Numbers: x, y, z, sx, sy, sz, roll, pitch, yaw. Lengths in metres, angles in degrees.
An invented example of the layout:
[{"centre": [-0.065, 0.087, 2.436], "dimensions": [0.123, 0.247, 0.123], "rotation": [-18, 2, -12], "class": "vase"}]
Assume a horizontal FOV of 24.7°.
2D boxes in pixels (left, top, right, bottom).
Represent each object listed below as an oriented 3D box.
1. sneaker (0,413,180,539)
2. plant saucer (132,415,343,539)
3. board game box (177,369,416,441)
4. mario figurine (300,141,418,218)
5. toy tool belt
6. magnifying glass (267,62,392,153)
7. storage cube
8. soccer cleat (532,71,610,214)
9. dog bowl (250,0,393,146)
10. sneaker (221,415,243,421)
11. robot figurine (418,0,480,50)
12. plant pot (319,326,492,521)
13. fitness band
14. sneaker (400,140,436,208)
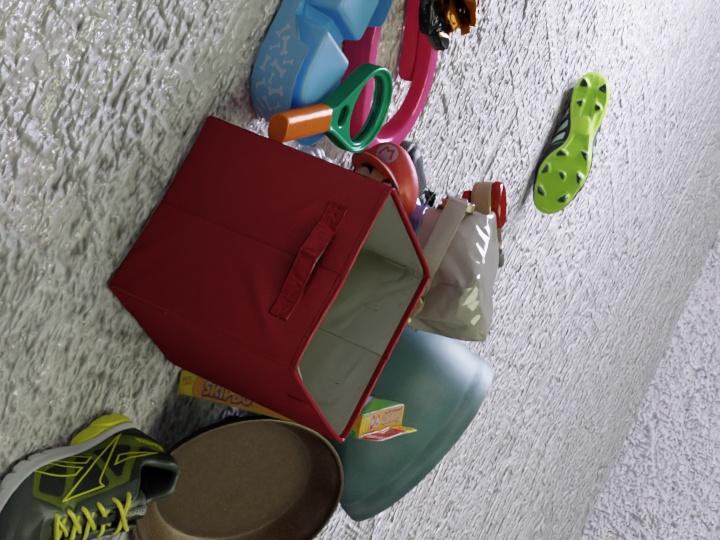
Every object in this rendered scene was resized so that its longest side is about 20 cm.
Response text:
[{"centre": [-0.216, 0.178, 1.290], "dimensions": [0.200, 0.084, 0.075], "rotation": [-40, 145, -50], "class": "sneaker"}, {"centre": [-0.114, 0.201, 1.503], "dimensions": [0.199, 0.037, 0.202], "rotation": [-11, 131, -13], "class": "plant saucer"}, {"centre": [-0.054, 0.116, 1.461], "dimensions": [0.095, 0.198, 0.030], "rotation": [-3, 106, -67], "class": "board game box"}, {"centre": [-0.027, -0.037, 1.485], "dimensions": [0.200, 0.123, 0.106], "rotation": [-52, -162, -6], "class": "mario figurine"}, {"centre": [0.066, -0.019, 1.553], "dimensions": [0.201, 0.122, 0.126], "rotation": [-73, 159, -50], "class": "toy tool belt"}, {"centre": [-0.024, -0.134, 1.411], "dimensions": [0.200, 0.022, 0.080], "rotation": [-26, 135, -63], "class": "magnifying glass"}, {"centre": [-0.069, 0.010, 1.353], "dimensions": [0.172, 0.179, 0.200], "rotation": [-61, 159, -16], "class": "storage cube"}, {"centre": [0.286, -0.166, 2.197], "dimensions": [0.081, 0.067, 0.201], "rotation": [34, 78, -81], "class": "soccer cleat"}, {"centre": [-0.032, -0.207, 1.411], "dimensions": [0.201, 0.049, 0.111], "rotation": [-65, 159, -9], "class": "dog bowl"}, {"centre": [-0.098, 0.190, 1.625], "dimensions": [0.079, 0.075, 0.200], "rotation": [-60, 152, 8], "class": "sneaker"}, {"centre": [0.071, -0.300, 1.484], "dimensions": [0.146, 0.058, 0.201], "rotation": [-78, 157, -44], "class": "robot figurine"}, {"centre": [0.011, 0.118, 1.576], "dimensions": [0.200, 0.134, 0.200], "rotation": [-44, -169, 11], "class": "plant pot"}, {"centre": [0.030, -0.206, 1.578], "dimensions": [0.144, 0.037, 0.201], "rotation": [-42, 145, -48], "class": "fitness band"}, {"centre": [0.073, -0.045, 1.730], "dimensions": [0.076, 0.113, 0.201], "rotation": [-52, 152, -45], "class": "sneaker"}]
